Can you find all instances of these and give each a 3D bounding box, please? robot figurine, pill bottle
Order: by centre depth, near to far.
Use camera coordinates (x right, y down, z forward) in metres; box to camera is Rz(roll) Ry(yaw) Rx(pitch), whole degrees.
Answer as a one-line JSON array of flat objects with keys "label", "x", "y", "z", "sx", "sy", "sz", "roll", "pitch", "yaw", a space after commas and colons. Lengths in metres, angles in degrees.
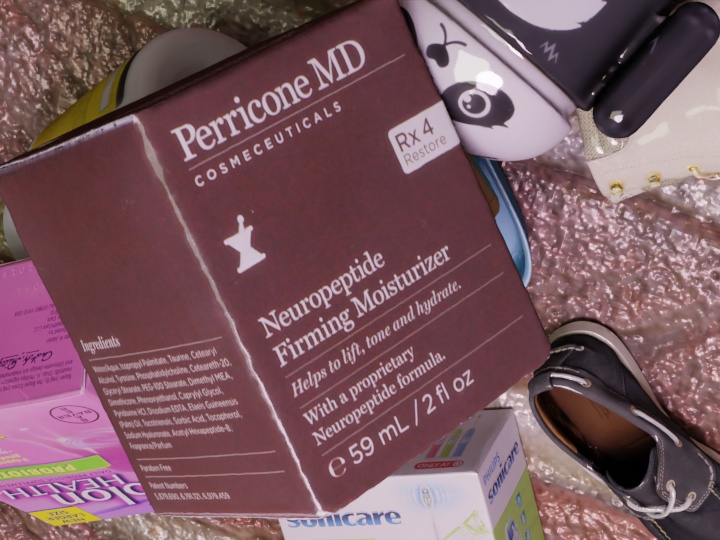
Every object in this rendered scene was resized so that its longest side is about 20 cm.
[{"label": "robot figurine", "x": 0.096, "y": -0.151, "z": 0.831, "sx": 0.125, "sy": 0.150, "sz": 0.200, "roll": 36, "pitch": 98, "yaw": -29}, {"label": "pill bottle", "x": -0.136, "y": -0.057, "z": 0.989, "sx": 0.200, "sy": 0.112, "sz": 0.112, "roll": -27, "pitch": 103, "yaw": 48}]

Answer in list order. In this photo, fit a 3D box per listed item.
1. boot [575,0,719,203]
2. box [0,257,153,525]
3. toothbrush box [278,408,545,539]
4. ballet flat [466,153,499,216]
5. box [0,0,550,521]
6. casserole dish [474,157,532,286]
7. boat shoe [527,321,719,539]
[{"label": "boot", "x": 0.207, "y": -0.059, "z": 0.883, "sx": 0.154, "sy": 0.072, "sz": 0.201, "roll": -20, "pitch": 99, "yaw": 28}, {"label": "box", "x": -0.180, "y": 0.079, "z": 1.034, "sx": 0.175, "sy": 0.097, "sz": 0.200, "roll": -11, "pitch": 152, "yaw": 26}, {"label": "toothbrush box", "x": 0.043, "y": 0.200, "z": 1.070, "sx": 0.145, "sy": 0.086, "sz": 0.201, "roll": -5, "pitch": 111, "yaw": 24}, {"label": "ballet flat", "x": 0.000, "y": 0.000, "z": 0.959, "sx": 0.063, "sy": 0.069, "sz": 0.200, "roll": 41, "pitch": 126, "yaw": -17}, {"label": "box", "x": -0.044, "y": -0.003, "z": 0.814, "sx": 0.164, "sy": 0.166, "sz": 0.201, "roll": -10, "pitch": 108, "yaw": 55}, {"label": "casserole dish", "x": 0.028, "y": -0.054, "z": 0.979, "sx": 0.121, "sy": 0.039, "sz": 0.201, "roll": -21, "pitch": 104, "yaw": 30}, {"label": "boat shoe", "x": 0.174, "y": 0.125, "z": 0.991, "sx": 0.072, "sy": 0.068, "sz": 0.200, "roll": -37, "pitch": 98, "yaw": 30}]
